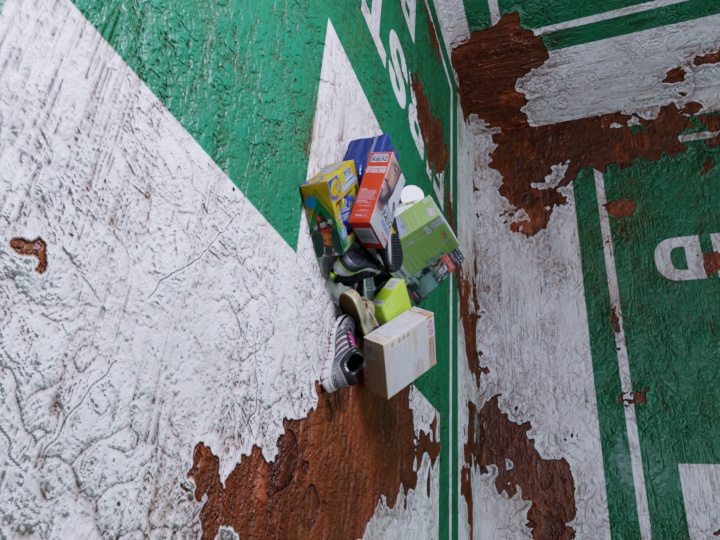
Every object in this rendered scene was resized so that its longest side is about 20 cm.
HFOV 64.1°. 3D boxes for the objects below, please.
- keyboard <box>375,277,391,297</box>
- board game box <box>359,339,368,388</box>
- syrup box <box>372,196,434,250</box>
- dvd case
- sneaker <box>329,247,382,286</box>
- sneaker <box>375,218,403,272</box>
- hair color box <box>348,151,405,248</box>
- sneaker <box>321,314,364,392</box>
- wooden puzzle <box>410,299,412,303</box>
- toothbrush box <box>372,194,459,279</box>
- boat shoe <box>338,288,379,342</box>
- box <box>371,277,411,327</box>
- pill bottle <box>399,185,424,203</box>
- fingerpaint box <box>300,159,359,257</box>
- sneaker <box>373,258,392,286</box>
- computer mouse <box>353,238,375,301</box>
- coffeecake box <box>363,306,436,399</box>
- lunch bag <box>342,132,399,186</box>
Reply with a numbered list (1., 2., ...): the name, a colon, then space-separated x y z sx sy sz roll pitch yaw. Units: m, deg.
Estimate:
1. keyboard: 0.079 0.118 1.594 0.104 0.039 0.204 -39 125 -41
2. board game box: 0.045 0.206 1.569 0.151 0.045 0.205 8 77 -70
3. syrup box: 0.116 -0.130 1.596 0.079 0.195 0.083 88 -16 -56
4. dvd case: 0.199 -0.008 1.643 0.022 0.200 0.146 44 -1 45
5. sneaker: -0.019 -0.004 1.393 0.072 0.083 0.199 50 19 20
6. sneaker: 0.050 -0.071 1.439 0.070 0.088 0.204 44 33 -49
7. hair color box: 0.043 -0.168 1.372 0.111 0.063 0.204 54 46 -53
8. sneaker: -0.027 0.186 1.312 0.202 0.085 0.075 -76 152 -43
9. wooden puzzle: 0.112 -0.022 1.777 0.186 0.036 0.203 61 12 -48
10. toothbrush box: 0.141 -0.080 1.527 0.146 0.198 0.087 44 17 -45
11. boat shoe: 0.001 0.100 1.411 0.067 0.073 0.202 -47 148 -21
12. box: 0.095 0.138 1.545 0.122 0.047 0.203 -47 130 -40
13. pill bottle: 0.142 -0.181 1.761 0.201 0.101 0.107 105 -13 -70
14. fingerpaint box: -0.055 -0.149 1.341 0.200 0.072 0.171 -54 135 -62
15. sneaker: 0.054 -0.002 1.635 0.200 0.070 0.085 41 35 -76
16. computer mouse: 0.000 0.000 1.504 0.109 0.043 0.205 5 78 -67
17. coffeecake box: 0.105 0.207 1.473 0.198 0.072 0.157 -26 119 -39
18. lunch bag: 0.038 -0.275 1.552 0.202 0.129 0.137 -75 151 -44
